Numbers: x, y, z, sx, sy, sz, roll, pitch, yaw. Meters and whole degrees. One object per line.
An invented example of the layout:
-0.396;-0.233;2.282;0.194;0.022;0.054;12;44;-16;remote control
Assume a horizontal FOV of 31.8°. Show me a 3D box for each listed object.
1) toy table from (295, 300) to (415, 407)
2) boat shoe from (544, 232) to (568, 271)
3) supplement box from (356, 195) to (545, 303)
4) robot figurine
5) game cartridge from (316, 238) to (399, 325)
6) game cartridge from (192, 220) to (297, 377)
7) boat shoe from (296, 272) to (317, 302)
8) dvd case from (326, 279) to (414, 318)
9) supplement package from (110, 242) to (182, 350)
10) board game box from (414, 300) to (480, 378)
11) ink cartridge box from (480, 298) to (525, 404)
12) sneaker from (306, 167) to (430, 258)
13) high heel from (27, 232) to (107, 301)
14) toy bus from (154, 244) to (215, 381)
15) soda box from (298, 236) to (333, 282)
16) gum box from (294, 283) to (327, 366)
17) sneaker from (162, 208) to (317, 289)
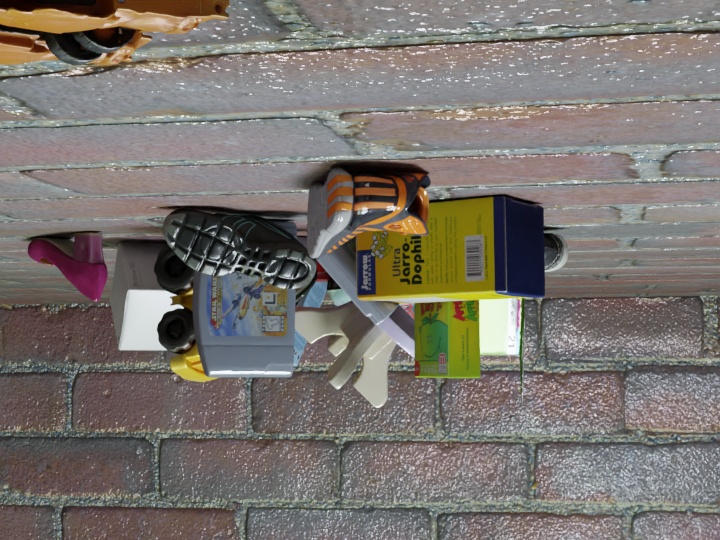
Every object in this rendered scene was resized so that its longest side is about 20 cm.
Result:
0.003;0.091;1.740;0.117;0.200;0.184;-44;-179;10;toy table
0.195;-0.018;1.795;0.198;0.075;0.060;-5;172;38;boat shoe
0.105;-0.021;1.486;0.198;0.111;0.108;-4;175;32;supplement box
-0.160;-0.118;0.490;0.198;0.059;0.144;2;175;-37;robot figurine
0.000;0.000;1.639;0.040;0.133;0.200;-45;180;10;game cartridge
-0.149;0.036;1.624;0.132;0.203;0.041;1;180;-25;game cartridge
-0.129;0.045;1.810;0.198;0.075;0.066;-34;140;23;boat shoe
0.065;0.051;1.872;0.198;0.022;0.146;-7;144;18;dvd case
-0.274;0.040;1.942;0.198;0.121;0.122;1;-142;-21;supplement package
0.108;0.034;1.602;0.047;0.203;0.101;1;176;-21;board game box
0.178;0.056;1.670;0.075;0.149;0.201;0;-144;4;ink cartridge box
0.009;-0.053;1.263;0.111;0.079;0.200;2;175;-13;sneaker
-0.431;0.000;1.833;0.067;0.097;0.199;3;175;-36;high heel
-0.170;0.040;1.729;0.190;0.203;0.136;-7;165;16;toy bus
-0.098;-0.016;1.873;0.197;0.064;0.070;2;175;-16;soda box
-0.144;0.060;2.033;0.168;0.201;0.045;-4;141;34;gum box
-0.151;-0.032;1.551;0.198;0.076;0.080;20;-156;-24;sneaker
